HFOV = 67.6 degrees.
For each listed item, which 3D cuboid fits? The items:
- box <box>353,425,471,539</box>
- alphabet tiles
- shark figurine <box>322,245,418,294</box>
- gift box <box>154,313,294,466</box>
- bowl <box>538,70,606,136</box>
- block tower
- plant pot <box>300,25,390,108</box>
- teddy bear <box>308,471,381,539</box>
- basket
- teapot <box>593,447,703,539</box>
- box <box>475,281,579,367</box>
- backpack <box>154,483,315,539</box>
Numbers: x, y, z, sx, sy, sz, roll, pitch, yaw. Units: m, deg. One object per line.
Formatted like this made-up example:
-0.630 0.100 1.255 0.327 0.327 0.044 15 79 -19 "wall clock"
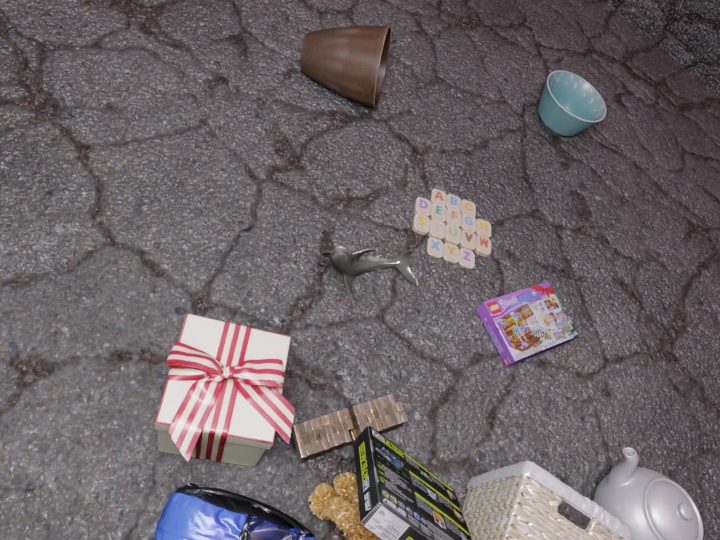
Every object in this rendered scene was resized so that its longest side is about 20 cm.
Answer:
0.079 0.347 0.798 0.199 0.193 0.048 40 96 -13 "box"
0.215 -0.101 1.248 0.197 0.015 0.198 18 55 -10 "alphabet tiles"
0.006 0.002 1.080 0.212 0.127 0.091 6 82 -39 "shark figurine"
-0.198 0.194 0.797 0.181 0.187 0.203 10 56 -15 "gift box"
0.603 -0.474 1.575 0.197 0.105 0.204 10 57 -15 "bowl"
-0.022 0.264 0.906 0.197 0.058 0.055 -9 63 -28 "block tower"
-0.041 -0.514 1.315 0.196 0.188 0.189 13 55 4 "plant pot"
0.010 0.375 0.797 0.143 0.068 0.200 7 22 -30 "teddy bear"
0.266 0.428 0.831 0.197 0.201 0.162 33 55 0 "basket"
0.531 0.445 0.958 0.197 0.146 0.200 16 56 -12 "teapot"
0.361 0.112 1.160 0.197 0.039 0.138 -13 66 -28 "box"
-0.180 0.381 0.705 0.198 0.163 0.170 25 57 -6 "backpack"
